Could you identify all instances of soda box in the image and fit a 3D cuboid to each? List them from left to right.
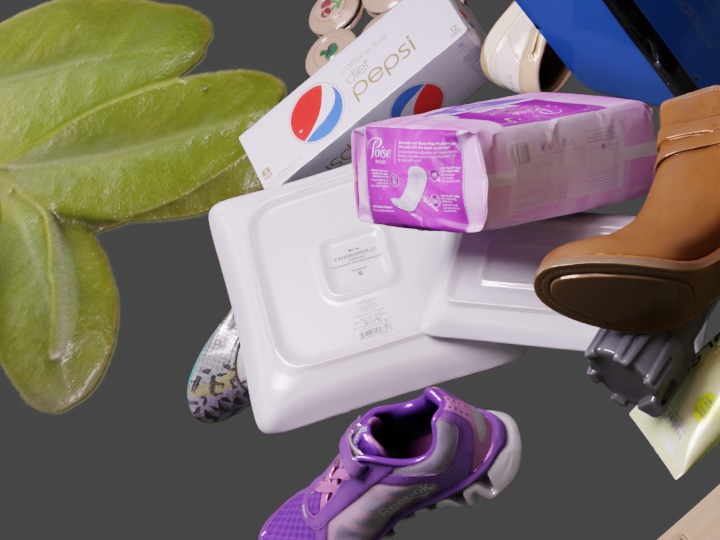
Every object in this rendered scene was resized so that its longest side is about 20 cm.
[{"bbox_3d":[0.008,-0.128,1.771,0.200,0.064,0.068,-38,52,13],"label":"soda box"}]

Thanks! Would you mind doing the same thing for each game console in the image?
[{"bbox_3d":[0.197,-0.200,1.590,0.170,0.200,0.119,-36,44,10],"label":"game console"}]

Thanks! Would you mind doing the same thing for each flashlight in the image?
[{"bbox_3d":[0.209,-0.005,1.501,0.067,0.068,0.200,16,55,34],"label":"flashlight"}]

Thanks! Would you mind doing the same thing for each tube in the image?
[{"bbox_3d":[0.258,0.046,1.471,0.200,0.058,0.052,-43,83,9],"label":"tube"}]

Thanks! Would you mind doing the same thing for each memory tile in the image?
[{"bbox_3d":[0.021,-0.208,1.870,0.153,0.017,0.201,-18,49,27],"label":"memory tile"}]

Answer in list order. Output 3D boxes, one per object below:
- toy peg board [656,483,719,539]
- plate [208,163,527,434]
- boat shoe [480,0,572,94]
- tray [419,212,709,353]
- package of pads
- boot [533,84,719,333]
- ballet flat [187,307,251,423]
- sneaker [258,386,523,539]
[{"bbox_3d":[0.294,0.175,1.329,0.200,0.098,0.199,-42,27,4],"label":"toy peg board"},{"bbox_3d":[0.000,0.000,1.652,0.199,0.032,0.201,-17,59,2],"label":"plate"},{"bbox_3d":[0.172,-0.210,1.718,0.069,0.074,0.200,36,94,45],"label":"boat shoe"},{"bbox_3d":[0.142,0.002,1.575,0.199,0.022,0.108,5,62,23],"label":"tray"},{"bbox_3d":[0.101,-0.075,1.586,0.120,0.199,0.076,5,103,43],"label":"package of pads"},{"bbox_3d":[0.199,-0.045,1.458,0.199,0.074,0.155,-3,56,-5],"label":"boot"},{"bbox_3d":[-0.051,0.034,1.703,0.201,0.072,0.072,-53,43,-8],"label":"ballet flat"},{"bbox_3d":[0.007,0.138,1.569,0.200,0.088,0.081,-31,46,18],"label":"sneaker"}]
